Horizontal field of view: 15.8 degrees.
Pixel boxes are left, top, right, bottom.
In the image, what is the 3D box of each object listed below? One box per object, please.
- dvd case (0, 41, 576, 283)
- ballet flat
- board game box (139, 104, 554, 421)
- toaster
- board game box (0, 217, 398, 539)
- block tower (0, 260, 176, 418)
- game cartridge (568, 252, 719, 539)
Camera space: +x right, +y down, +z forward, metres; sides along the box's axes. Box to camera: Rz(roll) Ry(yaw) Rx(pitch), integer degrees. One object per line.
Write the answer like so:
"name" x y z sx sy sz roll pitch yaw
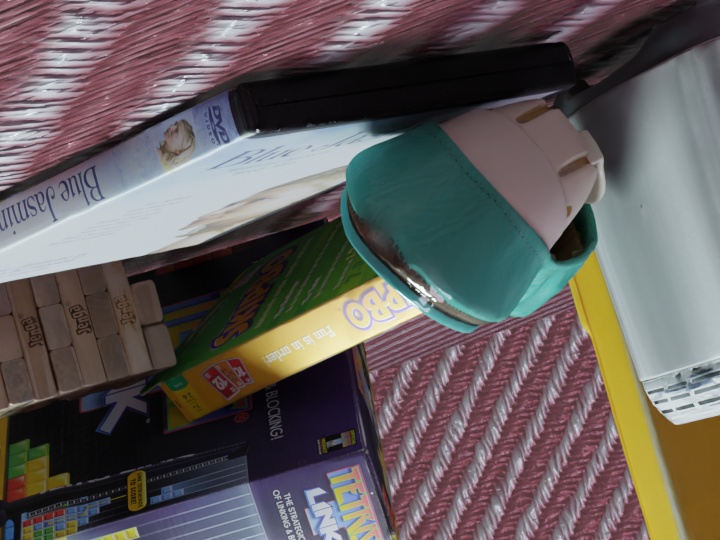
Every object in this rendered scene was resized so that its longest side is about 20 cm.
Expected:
"dvd case" -0.045 -0.031 0.836 0.142 0.018 0.199 -11 173 -43
"ballet flat" 0.042 -0.023 0.810 0.070 0.067 0.200 -42 173 6
"board game box" 0.000 0.000 1.011 0.199 0.030 0.096 -23 -161 41
"toaster" 0.142 -0.023 0.893 0.113 0.130 0.200 -14 175 -18
"board game box" -0.077 0.066 1.090 0.164 0.057 0.200 -18 -152 3
"block tower" -0.176 0.039 0.999 0.199 0.054 0.058 -14 174 -27
"game cartridge" 0.172 0.026 1.155 0.175 0.201 0.032 -12 172 -39
